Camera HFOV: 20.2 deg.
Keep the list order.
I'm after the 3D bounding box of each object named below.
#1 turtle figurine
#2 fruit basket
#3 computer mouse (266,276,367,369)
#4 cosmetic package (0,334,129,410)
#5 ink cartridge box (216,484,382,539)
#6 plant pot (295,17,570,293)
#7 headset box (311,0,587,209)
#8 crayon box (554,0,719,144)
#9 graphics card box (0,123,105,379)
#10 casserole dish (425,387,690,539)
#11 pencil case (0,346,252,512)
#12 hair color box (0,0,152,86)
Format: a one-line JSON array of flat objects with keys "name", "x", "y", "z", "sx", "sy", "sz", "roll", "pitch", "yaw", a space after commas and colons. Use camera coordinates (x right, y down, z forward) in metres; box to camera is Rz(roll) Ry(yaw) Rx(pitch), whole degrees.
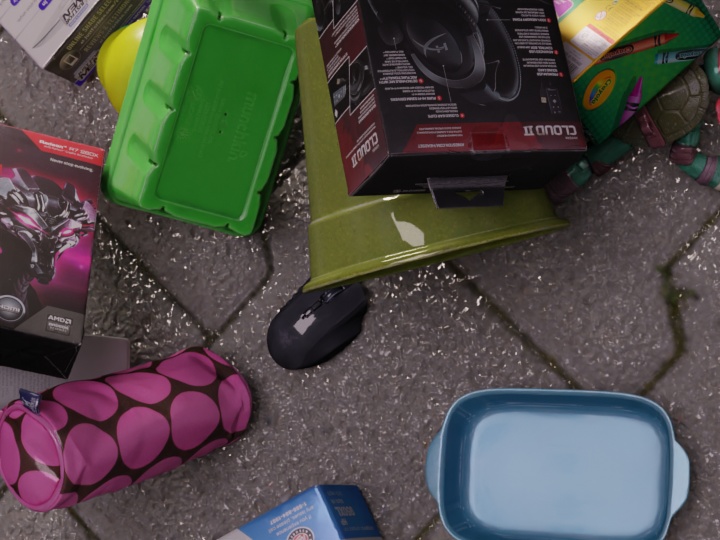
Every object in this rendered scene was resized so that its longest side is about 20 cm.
[{"name": "turtle figurine", "x": 0.214, "y": -0.124, "z": 1.474, "sx": 0.200, "sy": 0.101, "sz": 0.150, "roll": -18, "pitch": 77, "yaw": 24}, {"name": "fruit basket", "x": -0.128, "y": -0.139, "z": 1.596, "sx": 0.155, "sy": 0.216, "sz": 0.216, "roll": 15, "pitch": 88, "yaw": -14}, {"name": "computer mouse", "x": 0.000, "y": 0.000, "z": 1.570, "sx": 0.200, "sy": 0.034, "sz": 0.059, "roll": -48, "pitch": 69, "yaw": 8}, {"name": "cosmetic package", "x": -0.286, "y": 0.085, "z": 1.568, "sx": 0.102, "sy": 0.200, "sz": 0.074, "roll": -9, "pitch": 78, "yaw": 46}, {"name": "ink cartridge box", "x": -0.034, "y": 0.281, "z": 1.518, "sx": 0.144, "sy": 0.084, "sz": 0.200, "roll": -31, "pitch": 74, "yaw": 15}, {"name": "plant pot", "x": 0.032, "y": -0.098, "z": 1.462, "sx": 0.200, "sy": 0.200, "sz": 0.191, "roll": -15, "pitch": 89, "yaw": 19}, {"name": "headset box", "x": 0.057, "y": -0.138, "z": 1.354, "sx": 0.148, "sy": 0.077, "sz": 0.201, "roll": -4, "pitch": 73, "yaw": -24}, {"name": "crayon box", "x": 0.154, "y": -0.183, "z": 1.459, "sx": 0.119, "sy": 0.058, "sz": 0.200, "roll": -41, "pitch": 36, "yaw": 0}, {"name": "graphics card box", "x": -0.264, "y": -0.021, "z": 1.517, "sx": 0.125, "sy": 0.051, "sz": 0.200, "roll": 14, "pitch": 49, "yaw": -15}, {"name": "casserole dish", "x": 0.147, "y": 0.149, "z": 1.491, "sx": 0.199, "sy": 0.039, "sz": 0.122, "roll": 1, "pitch": 83, "yaw": 22}, {"name": "pencil case", "x": -0.181, "y": 0.113, "z": 1.540, "sx": 0.094, "sy": 0.200, "sz": 0.091, "roll": 35, "pitch": 121, "yaw": 33}, {"name": "hair color box", "x": -0.271, "y": -0.260, "z": 1.688, "sx": 0.109, "sy": 0.065, "sz": 0.200, "roll": -48, "pitch": 64, "yaw": 9}]
